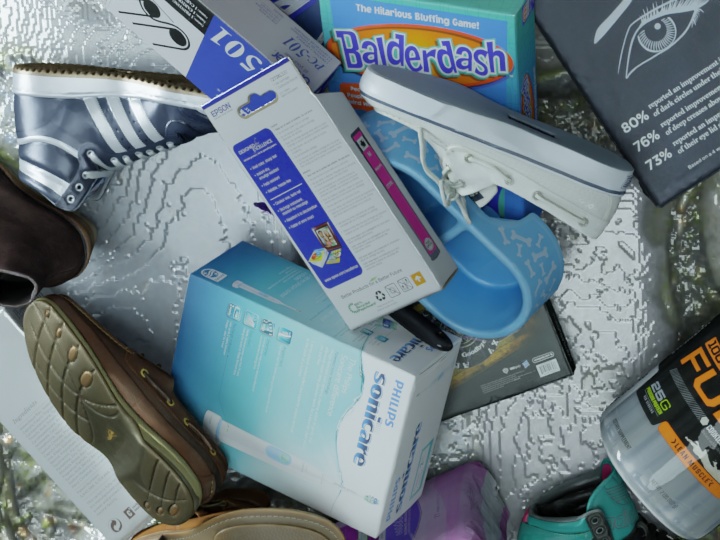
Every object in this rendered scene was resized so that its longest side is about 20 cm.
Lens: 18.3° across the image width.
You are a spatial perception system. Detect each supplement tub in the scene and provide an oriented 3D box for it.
[{"bbox_3d":[0.285,0.095,1.654,0.200,0.123,0.123,-42,93,16],"label":"supplement tub"}]

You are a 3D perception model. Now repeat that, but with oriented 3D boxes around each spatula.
[{"bbox_3d":[0.000,0.000,1.680,0.200,0.056,0.021,43,119,27],"label":"spatula"}]

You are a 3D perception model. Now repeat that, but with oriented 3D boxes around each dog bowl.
[{"bbox_3d":[0.059,-0.029,1.640,0.200,0.050,0.111,43,135,-13],"label":"dog bowl"}]

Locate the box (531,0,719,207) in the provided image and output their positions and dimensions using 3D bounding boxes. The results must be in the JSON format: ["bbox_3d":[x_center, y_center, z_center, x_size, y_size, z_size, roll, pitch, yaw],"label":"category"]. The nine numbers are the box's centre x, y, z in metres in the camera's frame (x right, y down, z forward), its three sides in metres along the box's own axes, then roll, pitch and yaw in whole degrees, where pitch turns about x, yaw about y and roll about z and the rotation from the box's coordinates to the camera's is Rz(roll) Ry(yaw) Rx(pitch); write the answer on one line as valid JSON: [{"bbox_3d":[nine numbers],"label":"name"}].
[{"bbox_3d":[0.224,-0.172,1.610,0.147,0.104,0.201,-32,95,16],"label":"box"}]

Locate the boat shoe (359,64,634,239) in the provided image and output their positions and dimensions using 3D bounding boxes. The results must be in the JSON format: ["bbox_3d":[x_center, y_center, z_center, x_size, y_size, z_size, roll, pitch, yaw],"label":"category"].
[{"bbox_3d":[0.084,-0.072,1.562,0.200,0.075,0.087,22,107,-1],"label":"boat shoe"}]

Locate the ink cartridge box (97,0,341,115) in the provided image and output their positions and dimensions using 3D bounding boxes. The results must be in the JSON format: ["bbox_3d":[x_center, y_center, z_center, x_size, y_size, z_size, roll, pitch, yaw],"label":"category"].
[{"bbox_3d":[-0.112,-0.182,1.631,0.200,0.044,0.094,40,150,3],"label":"ink cartridge box"}]

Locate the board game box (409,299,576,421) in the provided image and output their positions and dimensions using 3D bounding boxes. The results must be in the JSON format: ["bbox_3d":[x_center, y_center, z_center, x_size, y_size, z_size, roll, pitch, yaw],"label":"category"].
[{"bbox_3d":[0.051,0.049,1.734,0.198,0.028,0.136,-20,99,15],"label":"board game box"}]

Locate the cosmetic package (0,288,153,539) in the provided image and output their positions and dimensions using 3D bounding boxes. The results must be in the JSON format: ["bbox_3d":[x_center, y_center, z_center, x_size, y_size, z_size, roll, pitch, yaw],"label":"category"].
[{"bbox_3d":[-0.223,0.110,1.764,0.074,0.102,0.200,-40,95,16],"label":"cosmetic package"}]

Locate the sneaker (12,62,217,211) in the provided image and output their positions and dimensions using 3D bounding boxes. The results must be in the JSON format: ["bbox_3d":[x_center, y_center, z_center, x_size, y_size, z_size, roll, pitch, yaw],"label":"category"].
[{"bbox_3d":[-0.175,-0.097,1.720,0.198,0.070,0.110,7,101,15],"label":"sneaker"}]

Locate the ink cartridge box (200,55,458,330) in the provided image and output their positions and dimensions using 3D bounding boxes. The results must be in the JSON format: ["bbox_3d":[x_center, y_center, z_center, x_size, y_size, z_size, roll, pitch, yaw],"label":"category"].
[{"bbox_3d":[-0.022,-0.058,1.596,0.094,0.037,0.201,-24,107,39],"label":"ink cartridge box"}]

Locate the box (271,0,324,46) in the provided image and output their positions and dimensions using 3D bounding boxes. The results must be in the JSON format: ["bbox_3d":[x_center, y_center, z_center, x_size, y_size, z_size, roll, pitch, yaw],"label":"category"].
[{"bbox_3d":[-0.090,-0.243,1.673,0.199,0.064,0.070,36,107,1],"label":"box"}]

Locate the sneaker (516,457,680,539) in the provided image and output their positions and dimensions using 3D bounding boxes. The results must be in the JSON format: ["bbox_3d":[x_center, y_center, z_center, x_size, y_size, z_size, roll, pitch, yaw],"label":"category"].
[{"bbox_3d":[0.210,0.206,1.718,0.198,0.084,0.122,-1,113,12],"label":"sneaker"}]

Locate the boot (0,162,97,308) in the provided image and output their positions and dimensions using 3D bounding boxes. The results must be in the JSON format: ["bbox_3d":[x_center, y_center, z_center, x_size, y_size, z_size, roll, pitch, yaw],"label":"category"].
[{"bbox_3d":[-0.307,-0.037,1.707,0.198,0.166,0.073,18,108,8],"label":"boot"}]

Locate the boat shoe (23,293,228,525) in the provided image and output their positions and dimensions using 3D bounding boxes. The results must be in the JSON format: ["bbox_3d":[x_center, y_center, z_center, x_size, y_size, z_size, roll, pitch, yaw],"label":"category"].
[{"bbox_3d":[-0.177,0.098,1.688,0.200,0.067,0.072,51,135,4],"label":"boat shoe"}]

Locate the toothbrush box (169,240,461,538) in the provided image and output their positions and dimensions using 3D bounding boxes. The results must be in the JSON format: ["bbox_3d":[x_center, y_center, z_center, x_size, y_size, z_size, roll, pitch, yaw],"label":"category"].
[{"bbox_3d":[-0.040,0.088,1.696,0.199,0.085,0.148,23,119,21],"label":"toothbrush box"}]

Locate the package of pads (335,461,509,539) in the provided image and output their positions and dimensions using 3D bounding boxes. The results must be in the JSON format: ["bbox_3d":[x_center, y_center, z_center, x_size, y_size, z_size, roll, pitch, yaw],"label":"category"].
[{"bbox_3d":[0.021,0.235,1.736,0.199,0.121,0.076,-26,111,15],"label":"package of pads"}]

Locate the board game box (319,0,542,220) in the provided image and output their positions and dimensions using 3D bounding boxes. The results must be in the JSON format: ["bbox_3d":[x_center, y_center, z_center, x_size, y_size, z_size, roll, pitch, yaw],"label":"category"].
[{"bbox_3d":[0.053,-0.123,1.629,0.151,0.045,0.201,10,131,20],"label":"board game box"}]

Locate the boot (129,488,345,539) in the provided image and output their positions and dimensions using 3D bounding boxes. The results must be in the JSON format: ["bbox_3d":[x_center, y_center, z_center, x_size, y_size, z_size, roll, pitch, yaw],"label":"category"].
[{"bbox_3d":[-0.089,0.203,1.731,0.198,0.155,0.074,-9,98,17],"label":"boot"}]
